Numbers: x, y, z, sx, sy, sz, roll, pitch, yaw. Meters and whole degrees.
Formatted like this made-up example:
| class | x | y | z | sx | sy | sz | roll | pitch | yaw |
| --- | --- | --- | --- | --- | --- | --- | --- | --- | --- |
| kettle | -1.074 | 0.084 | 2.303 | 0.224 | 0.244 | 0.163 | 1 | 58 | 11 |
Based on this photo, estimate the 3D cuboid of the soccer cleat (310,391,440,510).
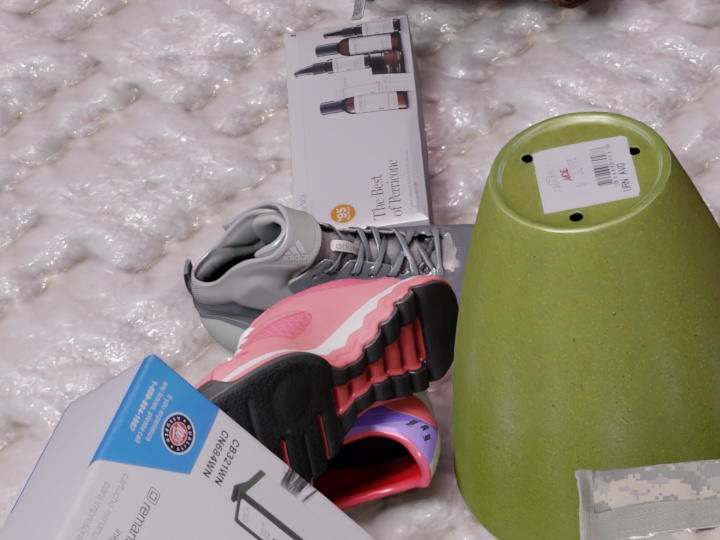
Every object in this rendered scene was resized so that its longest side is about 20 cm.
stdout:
| class | x | y | z | sx | sy | sz | roll | pitch | yaw |
| --- | --- | --- | --- | --- | --- | --- | --- | --- | --- |
| soccer cleat | -0.055 | 0.105 | 1.573 | 0.200 | 0.068 | 0.073 | -10 | 26 | -2 |

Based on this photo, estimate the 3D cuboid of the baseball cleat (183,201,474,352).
| class | x | y | z | sx | sy | sz | roll | pitch | yaw |
| --- | --- | --- | --- | --- | --- | --- | --- | --- | --- |
| baseball cleat | 0.000 | 0.000 | 1.652 | 0.200 | 0.106 | 0.070 | -14 | 55 | 7 |

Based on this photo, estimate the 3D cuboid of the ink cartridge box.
| class | x | y | z | sx | sy | sz | roll | pitch | yaw |
| --- | --- | --- | --- | --- | --- | --- | --- | --- | --- |
| ink cartridge box | -0.074 | 0.163 | 1.416 | 0.084 | 0.200 | 0.146 | -32 | 25 | 44 |

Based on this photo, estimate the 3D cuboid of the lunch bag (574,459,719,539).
| class | x | y | z | sx | sy | sz | roll | pitch | yaw |
| --- | --- | --- | --- | --- | --- | --- | --- | --- | --- |
| lunch bag | 0.186 | 0.191 | 1.389 | 0.164 | 0.118 | 0.200 | -6 | 48 | 8 |

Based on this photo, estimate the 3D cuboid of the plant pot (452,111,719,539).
| class | x | y | z | sx | sy | sz | roll | pitch | yaw |
| --- | --- | --- | --- | --- | --- | --- | --- | --- | --- |
| plant pot | 0.127 | 0.021 | 1.525 | 0.187 | 0.200 | 0.187 | -7 | 41 | 6 |

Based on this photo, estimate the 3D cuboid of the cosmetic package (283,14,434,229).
| class | x | y | z | sx | sy | sz | roll | pitch | yaw |
| --- | --- | --- | --- | --- | --- | --- | --- | --- | --- |
| cosmetic package | -0.001 | -0.074 | 1.775 | 0.082 | 0.051 | 0.200 | -10 | 41 | 4 |

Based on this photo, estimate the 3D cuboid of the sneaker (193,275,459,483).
| class | x | y | z | sx | sy | sz | roll | pitch | yaw |
| --- | --- | --- | --- | --- | --- | --- | --- | --- | --- |
| sneaker | -0.037 | 0.057 | 1.542 | 0.087 | 0.074 | 0.200 | 12 | 29 | 42 |

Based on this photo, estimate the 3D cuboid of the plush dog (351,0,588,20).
| class | x | y | z | sx | sy | sz | roll | pitch | yaw |
| --- | --- | --- | --- | --- | --- | --- | --- | --- | --- |
| plush dog | 0.090 | -0.222 | 1.872 | 0.172 | 0.161 | 0.200 | 9 | 44 | -4 |
